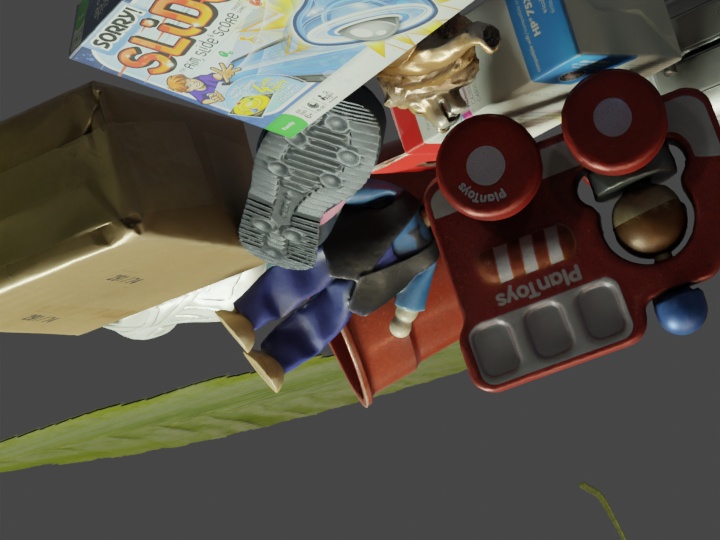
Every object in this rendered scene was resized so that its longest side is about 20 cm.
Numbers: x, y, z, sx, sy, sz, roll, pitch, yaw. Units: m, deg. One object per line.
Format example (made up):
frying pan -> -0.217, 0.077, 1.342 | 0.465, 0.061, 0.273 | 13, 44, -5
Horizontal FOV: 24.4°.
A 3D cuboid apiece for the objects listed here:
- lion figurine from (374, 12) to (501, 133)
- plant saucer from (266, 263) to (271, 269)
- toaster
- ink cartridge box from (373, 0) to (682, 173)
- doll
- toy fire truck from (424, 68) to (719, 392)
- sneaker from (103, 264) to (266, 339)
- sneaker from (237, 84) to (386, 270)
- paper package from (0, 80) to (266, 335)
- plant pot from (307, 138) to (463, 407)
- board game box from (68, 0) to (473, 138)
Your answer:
lion figurine -> 0.004, -0.137, 0.967 | 0.200, 0.073, 0.122 | 10, 162, -38
plant saucer -> -0.056, -0.035, 1.510 | 0.070, 0.019, 0.200 | -15, 170, -9
toaster -> 0.281, -0.154, 1.172 | 0.129, 0.114, 0.200 | -19, 172, 35
ink cartridge box -> 0.098, -0.130, 1.111 | 0.116, 0.067, 0.200 | -6, 165, -46
doll -> 0.000, 0.000, 1.171 | 0.200, 0.137, 0.048 | -38, -150, -8
toy fire truck -> 0.144, -0.026, 1.064 | 0.200, 0.168, 0.112 | -19, 172, 8
sneaker -> -0.169, 0.014, 1.434 | 0.200, 0.078, 0.099 | -25, 164, 33
sneaker -> -0.027, -0.077, 1.010 | 0.070, 0.082, 0.200 | 24, 151, -7
paper package -> -0.180, -0.033, 1.081 | 0.190, 0.104, 0.200 | -20, 170, 22
plant pot -> 0.050, -0.024, 1.305 | 0.195, 0.201, 0.201 | -24, 171, -6
board game box -> -0.041, -0.136, 0.811 | 0.135, 0.035, 0.200 | 18, 153, -26
